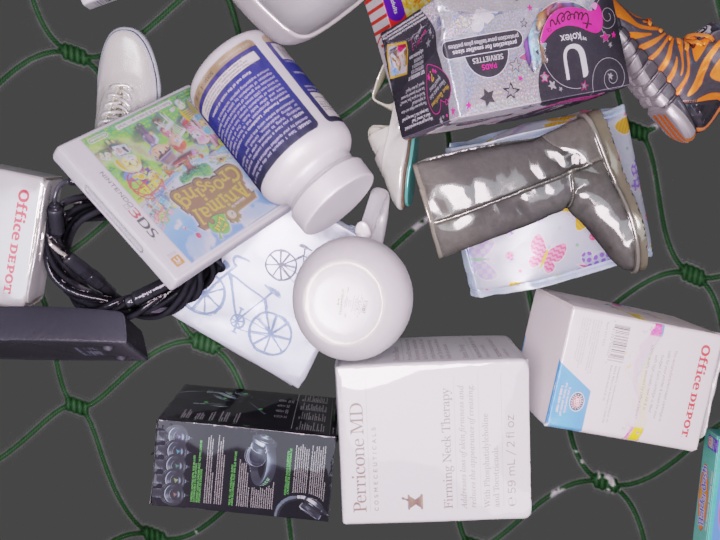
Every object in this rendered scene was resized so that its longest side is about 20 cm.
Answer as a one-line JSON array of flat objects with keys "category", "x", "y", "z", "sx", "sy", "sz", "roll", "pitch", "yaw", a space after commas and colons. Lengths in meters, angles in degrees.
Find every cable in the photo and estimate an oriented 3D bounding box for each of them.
[{"category": "cable", "x": -0.245, "y": -0.012, "z": 1.110, "sx": 0.197, "sy": 0.051, "sz": 0.165, "roll": 13, "pitch": 118, "yaw": -8}]

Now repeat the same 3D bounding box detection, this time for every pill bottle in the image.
[{"category": "pill bottle", "x": -0.081, "y": -0.144, "z": 1.083, "sx": 0.115, "sy": 0.116, "sz": 0.201, "roll": -39, "pitch": 77, "yaw": 3}]

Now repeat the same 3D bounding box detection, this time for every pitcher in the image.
[{"category": "pitcher", "x": 0.000, "y": 0.000, "z": 1.059, "sx": 0.119, "sy": 0.200, "sz": 0.175, "roll": 6, "pitch": 94, "yaw": 8}]

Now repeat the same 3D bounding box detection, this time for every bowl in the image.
[{"category": "bowl", "x": -0.079, "y": -0.345, "z": 1.080, "sx": 0.201, "sy": 0.074, "sz": 0.200, "roll": 50, "pitch": 62, "yaw": -8}]

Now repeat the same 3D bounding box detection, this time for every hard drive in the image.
[{"category": "hard drive", "x": -0.339, "y": 0.071, "z": 1.122, "sx": 0.196, "sy": 0.135, "sz": 0.043, "roll": 1, "pitch": 76, "yaw": 0}]

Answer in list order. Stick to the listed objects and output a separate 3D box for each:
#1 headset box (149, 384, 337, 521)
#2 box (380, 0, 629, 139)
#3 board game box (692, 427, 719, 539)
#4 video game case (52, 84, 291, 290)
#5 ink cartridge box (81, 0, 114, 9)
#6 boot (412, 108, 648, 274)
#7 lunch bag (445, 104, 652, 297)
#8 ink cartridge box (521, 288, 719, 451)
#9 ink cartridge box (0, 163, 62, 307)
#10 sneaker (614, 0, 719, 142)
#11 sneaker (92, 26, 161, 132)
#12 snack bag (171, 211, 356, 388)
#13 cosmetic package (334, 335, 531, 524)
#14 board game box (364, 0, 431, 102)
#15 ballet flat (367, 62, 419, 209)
[{"category": "headset box", "x": -0.125, "y": 0.191, "z": 1.111, "sx": 0.197, "sy": 0.174, "sz": 0.094, "roll": 6, "pitch": 96, "yaw": -2}, {"category": "box", "x": 0.142, "y": -0.207, "z": 1.013, "sx": 0.197, "sy": 0.132, "sz": 0.117, "roll": -15, "pitch": 94, "yaw": -23}, {"category": "board game box", "x": 0.494, "y": 0.269, "z": 1.191, "sx": 0.197, "sy": 0.045, "sz": 0.155, "roll": 5, "pitch": 96, "yaw": -2}, {"category": "video game case", "x": -0.187, "y": -0.094, "z": 1.073, "sx": 0.182, "sy": 0.200, "sz": 0.022, "roll": 47, "pitch": 134, "yaw": 5}, {"category": "ink cartridge box", "x": -0.242, "y": -0.414, "z": 1.116, "sx": 0.197, "sy": 0.041, "sz": 0.203, "roll": -19, "pitch": 96, "yaw": 1}, {"category": "boot", "x": 0.168, "y": -0.054, "z": 1.023, "sx": 0.197, "sy": 0.073, "sz": 0.184, "roll": -21, "pitch": 84, "yaw": -4}, {"category": "lunch bag", "x": 0.194, "y": -0.076, "z": 1.116, "sx": 0.197, "sy": 0.127, "sz": 0.172, "roll": -16, "pitch": 98, "yaw": -9}, {"category": "ink cartridge box", "x": 0.288, "y": 0.108, "z": 1.124, "sx": 0.197, "sy": 0.125, "sz": 0.131, "roll": 12, "pitch": 96, "yaw": -10}, {"category": "ink cartridge box", "x": -0.441, "y": -0.050, "z": 1.128, "sx": 0.197, "sy": 0.083, "sz": 0.148, "roll": 11, "pitch": 96, "yaw": -3}, {"category": "sneaker", "x": 0.334, "y": -0.249, "z": 1.131, "sx": 0.112, "sy": 0.078, "sz": 0.200, "roll": -43, "pitch": 105, "yaw": -1}, {"category": "sneaker", "x": -0.259, "y": -0.165, "z": 1.126, "sx": 0.072, "sy": 0.071, "sz": 0.204, "roll": 2, "pitch": 96, "yaw": -1}, {"category": "snack bag", "x": -0.104, "y": 0.004, "z": 1.170, "sx": 0.187, "sy": 0.021, "sz": 0.202, "roll": 29, "pitch": 95, "yaw": -4}, {"category": "cosmetic package", "x": 0.075, "y": 0.167, "z": 1.116, "sx": 0.196, "sy": 0.166, "sz": 0.170, "roll": -2, "pitch": 96, "yaw": 0}, {"category": "board game box", "x": 0.118, "y": -0.242, "z": 1.102, "sx": 0.198, "sy": 0.046, "sz": 0.154, "roll": -21, "pitch": 96, "yaw": -22}, {"category": "ballet flat", "x": 0.042, "y": -0.170, "z": 1.137, "sx": 0.068, "sy": 0.069, "sz": 0.203, "roll": 10, "pitch": 88, "yaw": -2}]
